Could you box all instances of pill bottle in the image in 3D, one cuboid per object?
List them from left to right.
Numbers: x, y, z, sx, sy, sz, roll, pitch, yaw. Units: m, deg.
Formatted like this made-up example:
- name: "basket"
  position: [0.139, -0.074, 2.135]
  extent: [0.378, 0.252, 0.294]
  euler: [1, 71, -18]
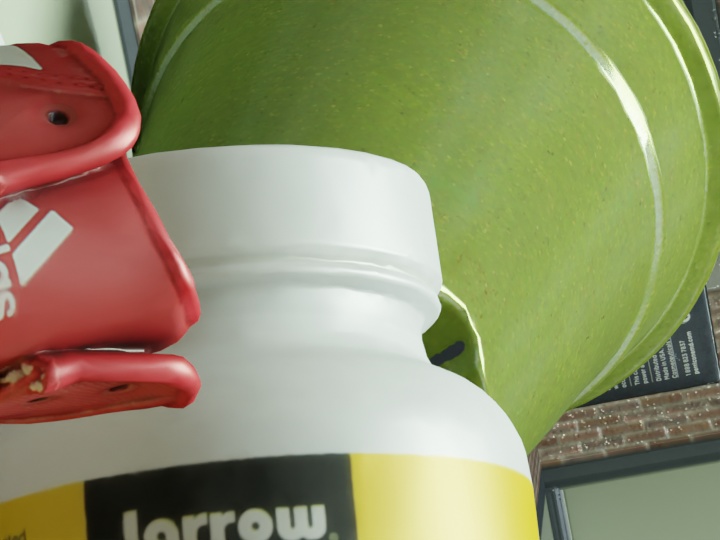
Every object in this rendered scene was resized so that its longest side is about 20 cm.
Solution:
- name: "pill bottle"
  position: [-0.019, 0.084, 0.557]
  extent: [0.112, 0.112, 0.201]
  euler: [57, 26, -74]

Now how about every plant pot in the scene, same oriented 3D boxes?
- name: "plant pot"
  position: [0.000, 0.000, 0.880]
  extent: [0.190, 0.199, 0.201]
  euler: [-61, 142, -62]

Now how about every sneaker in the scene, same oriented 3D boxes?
- name: "sneaker"
  position: [-0.082, 0.002, 0.344]
  extent: [0.200, 0.115, 0.079]
  euler: [-79, 158, -74]

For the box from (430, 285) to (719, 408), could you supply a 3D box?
- name: "box"
  position: [0.056, -0.036, 1.342]
  extent: [0.201, 0.181, 0.104]
  euler: [-92, 170, -49]

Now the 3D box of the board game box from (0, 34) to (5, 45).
- name: "board game box"
  position: [-0.084, 0.024, 0.657]
  extent: [0.127, 0.034, 0.201]
  euler: [-92, 170, -46]
